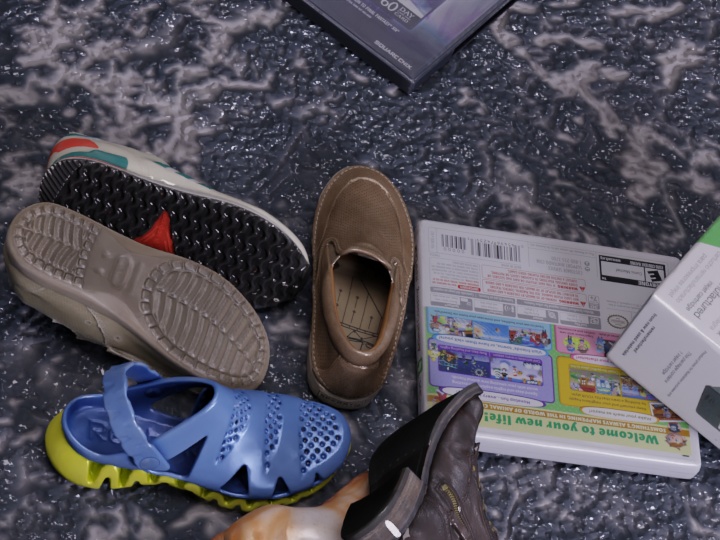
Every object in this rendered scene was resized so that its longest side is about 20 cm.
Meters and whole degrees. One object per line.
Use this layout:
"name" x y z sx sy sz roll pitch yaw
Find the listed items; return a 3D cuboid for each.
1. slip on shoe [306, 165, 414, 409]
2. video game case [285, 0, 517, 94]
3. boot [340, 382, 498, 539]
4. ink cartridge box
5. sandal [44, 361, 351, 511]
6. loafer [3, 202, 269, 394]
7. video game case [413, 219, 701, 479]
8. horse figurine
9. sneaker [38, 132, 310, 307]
"slip on shoe" 0.000 0.000 1.786 0.076 0.061 0.200 14 52 -5
"video game case" 0.044 -0.234 1.997 0.143 0.019 0.200 38 55 13
"boot" 0.077 0.184 1.657 0.174 0.069 0.200 48 38 -10
"ink cartridge box" 0.297 0.062 1.792 0.200 0.084 0.146 39 49 7
"sandal" -0.100 0.104 1.668 0.200 0.087 0.080 3 52 -16
"loafer" -0.153 0.022 1.726 0.200 0.068 0.076 33 62 -11
"video game case" 0.136 0.054 1.807 0.200 0.022 0.182 8 53 -12
"horse figurine" -0.031 0.192 1.645 0.200 0.050 0.133 -8 63 -23
"sneaker" -0.126 -0.045 1.778 0.200 0.070 0.093 21 25 -15
